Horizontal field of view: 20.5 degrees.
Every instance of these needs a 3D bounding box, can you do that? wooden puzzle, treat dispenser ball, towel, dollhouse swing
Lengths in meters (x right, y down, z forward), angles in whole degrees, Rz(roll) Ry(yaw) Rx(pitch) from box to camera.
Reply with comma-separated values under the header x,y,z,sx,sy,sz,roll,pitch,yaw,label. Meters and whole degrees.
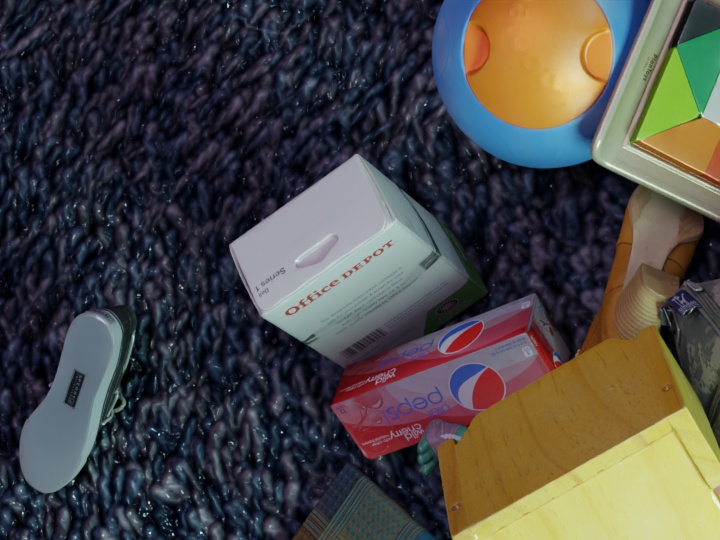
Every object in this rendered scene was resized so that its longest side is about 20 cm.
x,y,z,sx,sy,sz,roll,pitch,yaw,label
0.308,-0.138,1.658,0.199,0.037,0.186,25,83,-14,wooden puzzle
0.162,-0.189,1.727,0.200,0.201,0.202,-9,69,24,treat dispenser ball
0.003,0.271,1.725,0.147,0.022,0.200,-53,40,1,towel
0.194,0.188,1.523,0.199,0.176,0.182,-32,24,12,dollhouse swing

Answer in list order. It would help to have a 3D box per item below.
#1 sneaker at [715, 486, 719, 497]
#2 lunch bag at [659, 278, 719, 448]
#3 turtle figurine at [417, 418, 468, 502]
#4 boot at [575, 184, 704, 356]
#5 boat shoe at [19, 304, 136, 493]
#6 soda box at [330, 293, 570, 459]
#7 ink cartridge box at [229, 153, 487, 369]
x,y,z,sx,sy,sz,roll,pitch,yaw,label
0.296,0.222,1.609,0.086,0.074,0.201,-9,64,37,sneaker
0.350,0.071,1.554,0.199,0.140,0.168,-10,49,-11,lunch bag
0.154,0.173,1.662,0.199,0.150,0.101,7,43,33,turtle figurine
0.226,0.020,1.695,0.071,0.202,0.144,26,126,-3,boot
-0.266,0.121,1.911,0.073,0.068,0.200,26,110,20,boat shoe
0.077,0.094,1.724,0.199,0.070,0.064,-23,24,25,soda box
0.000,0.000,1.741,0.146,0.200,0.085,-35,59,12,ink cartridge box
